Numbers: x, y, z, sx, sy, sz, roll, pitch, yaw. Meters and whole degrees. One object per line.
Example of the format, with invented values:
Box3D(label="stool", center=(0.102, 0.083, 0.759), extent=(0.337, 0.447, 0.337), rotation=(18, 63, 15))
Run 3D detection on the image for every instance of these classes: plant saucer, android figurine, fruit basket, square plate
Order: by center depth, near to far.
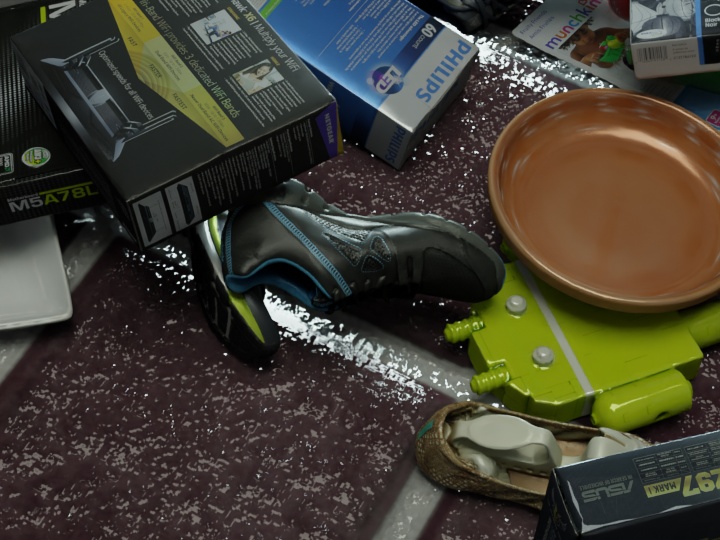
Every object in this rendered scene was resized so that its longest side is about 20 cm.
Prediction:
Box3D(label="android figurine", center=(0.159, 0.037, 1.250), extent=(0.200, 0.041, 0.182), rotation=(-15, 57, -14))
Box3D(label="plant saucer", center=(0.188, -0.047, 1.268), extent=(0.200, 0.037, 0.200), rotation=(4, 54, -5))
Box3D(label="square plate", center=(-0.320, -0.024, 1.279), extent=(0.198, 0.028, 0.200), rotation=(-11, 56, -9))
Box3D(label="fruit basket", center=(0.253, -0.205, 1.391), extent=(0.200, 0.094, 0.185), rotation=(34, 61, 23))

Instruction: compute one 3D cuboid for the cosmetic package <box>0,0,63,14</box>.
Box3D(label="cosmetic package", center=(-0.218, -0.237, 1.384), extent=(0.200, 0.108, 0.085), rotation=(-6, 56, -8))

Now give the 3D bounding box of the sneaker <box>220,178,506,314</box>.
Box3D(label="sneaker", center=(0.000, 0.000, 1.211), extent=(0.200, 0.073, 0.082), rotation=(12, 57, -3))

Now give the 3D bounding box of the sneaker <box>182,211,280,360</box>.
Box3D(label="sneaker", center=(-0.083, -0.026, 1.266), extent=(0.081, 0.074, 0.200), rotation=(-10, 58, -13))

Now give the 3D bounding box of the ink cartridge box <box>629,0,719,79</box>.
Box3D(label="ink cartridge box", center=(0.255, -0.225, 1.337), extent=(0.099, 0.039, 0.200), rotation=(-6, 43, 13))

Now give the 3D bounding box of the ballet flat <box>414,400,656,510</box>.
Box3D(label="ballet flat", center=(0.135, 0.129, 1.168), extent=(0.200, 0.065, 0.071), rotation=(7, 62, 3))

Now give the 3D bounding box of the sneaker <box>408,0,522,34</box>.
Box3D(label="sneaker", center=(0.108, -0.227, 1.392), extent=(0.200, 0.074, 0.081), rotation=(0, 69, 27))

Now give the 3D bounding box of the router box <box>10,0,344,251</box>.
Box3D(label="router box", center=(-0.128, -0.122, 1.209), extent=(0.157, 0.052, 0.200), rotation=(-27, 51, -15))

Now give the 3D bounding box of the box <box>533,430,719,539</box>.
Box3D(label="box", center=(0.209, 0.158, 1.097), extent=(0.200, 0.158, 0.051), rotation=(-12, 56, -11))

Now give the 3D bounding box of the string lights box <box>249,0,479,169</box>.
Box3D(label="string lights box", center=(-0.020, -0.179, 1.358), extent=(0.200, 0.059, 0.103), rotation=(35, 61, 7))

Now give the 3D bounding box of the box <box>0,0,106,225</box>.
Box3D(label="box", center=(-0.215, -0.126, 1.292), extent=(0.193, 0.048, 0.200), rotation=(-13, 48, 1))
